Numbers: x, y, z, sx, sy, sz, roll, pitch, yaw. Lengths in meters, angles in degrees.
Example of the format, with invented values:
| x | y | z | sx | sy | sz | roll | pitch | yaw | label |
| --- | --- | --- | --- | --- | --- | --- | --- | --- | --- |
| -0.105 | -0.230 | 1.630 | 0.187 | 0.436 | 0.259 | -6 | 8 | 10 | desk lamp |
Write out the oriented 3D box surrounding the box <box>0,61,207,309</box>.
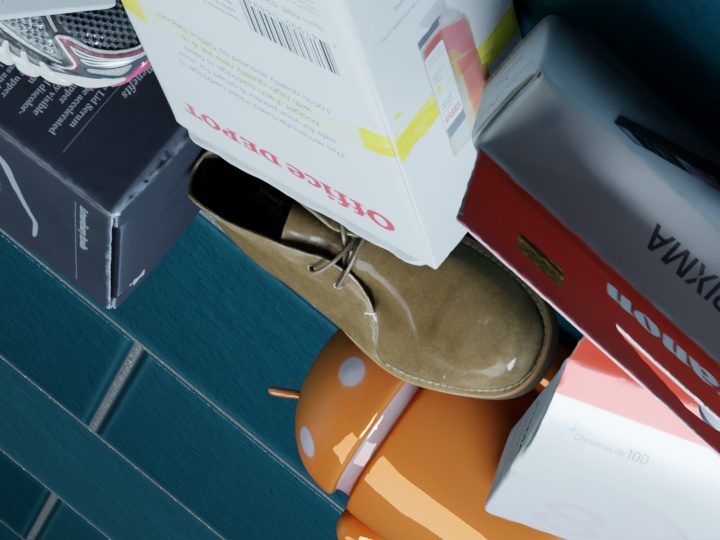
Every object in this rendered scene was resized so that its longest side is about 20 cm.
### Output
| x | y | z | sx | sy | sz | roll | pitch | yaw | label |
| --- | --- | --- | --- | --- | --- | --- | --- | --- | --- |
| -0.164 | -0.095 | 1.267 | 0.200 | 0.104 | 0.148 | 37 | 162 | 5 | box |

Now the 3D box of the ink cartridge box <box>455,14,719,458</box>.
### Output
| x | y | z | sx | sy | sz | roll | pitch | yaw | label |
| --- | --- | --- | --- | --- | --- | --- | --- | --- | --- |
| 0.122 | 0.007 | 0.906 | 0.200 | 0.044 | 0.174 | 41 | -164 | -7 | ink cartridge box |

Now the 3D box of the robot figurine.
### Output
| x | y | z | sx | sy | sz | roll | pitch | yaw | label |
| --- | --- | --- | --- | --- | --- | --- | --- | --- | --- |
| 0.050 | 0.091 | 1.274 | 0.200 | 0.117 | 0.144 | 37 | 162 | 7 | robot figurine |

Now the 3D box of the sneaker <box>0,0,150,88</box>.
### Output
| x | y | z | sx | sy | sz | roll | pitch | yaw | label |
| --- | --- | --- | --- | --- | --- | --- | --- | --- | --- |
| -0.162 | -0.160 | 1.148 | 0.200 | 0.081 | 0.075 | 45 | 158 | -13 | sneaker |

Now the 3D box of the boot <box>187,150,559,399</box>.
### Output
| x | y | z | sx | sy | sz | roll | pitch | yaw | label |
| --- | --- | --- | --- | --- | --- | --- | --- | --- | --- |
| 0.000 | 0.000 | 1.199 | 0.199 | 0.074 | 0.075 | 29 | -176 | 31 | boot |

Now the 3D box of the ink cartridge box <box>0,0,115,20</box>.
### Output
| x | y | z | sx | sy | sz | roll | pitch | yaw | label |
| --- | --- | --- | --- | --- | --- | --- | --- | --- | --- |
| -0.185 | -0.182 | 0.889 | 0.144 | 0.146 | 0.202 | 8 | 105 | 57 | ink cartridge box |

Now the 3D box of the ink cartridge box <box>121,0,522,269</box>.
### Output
| x | y | z | sx | sy | sz | roll | pitch | yaw | label |
| --- | --- | --- | --- | --- | --- | --- | --- | --- | --- |
| -0.021 | -0.110 | 0.985 | 0.145 | 0.084 | 0.200 | 31 | 160 | 27 | ink cartridge box |

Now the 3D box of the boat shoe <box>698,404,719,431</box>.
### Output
| x | y | z | sx | sy | sz | roll | pitch | yaw | label |
| --- | --- | --- | --- | --- | --- | --- | --- | --- | --- |
| 0.201 | 0.107 | 1.016 | 0.199 | 0.065 | 0.074 | 33 | -161 | -18 | boat shoe |

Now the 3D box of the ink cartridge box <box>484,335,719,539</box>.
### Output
| x | y | z | sx | sy | sz | roll | pitch | yaw | label |
| --- | --- | --- | --- | --- | --- | --- | --- | --- | --- |
| 0.149 | 0.089 | 1.117 | 0.162 | 0.057 | 0.200 | 20 | 166 | -1 | ink cartridge box |
